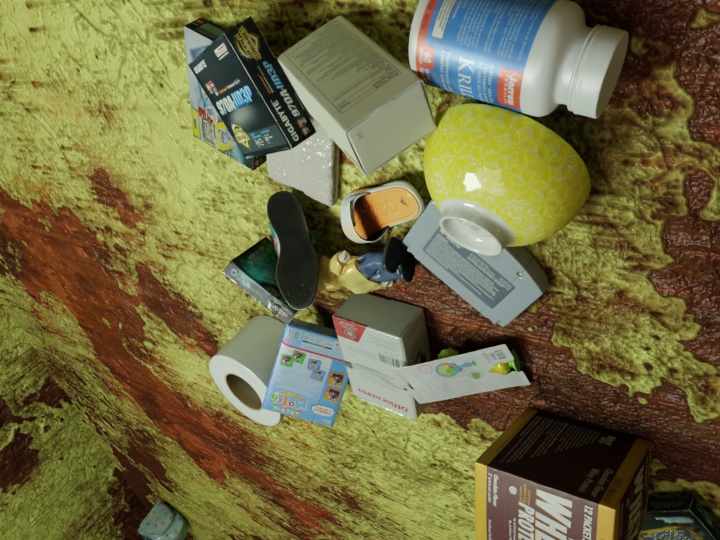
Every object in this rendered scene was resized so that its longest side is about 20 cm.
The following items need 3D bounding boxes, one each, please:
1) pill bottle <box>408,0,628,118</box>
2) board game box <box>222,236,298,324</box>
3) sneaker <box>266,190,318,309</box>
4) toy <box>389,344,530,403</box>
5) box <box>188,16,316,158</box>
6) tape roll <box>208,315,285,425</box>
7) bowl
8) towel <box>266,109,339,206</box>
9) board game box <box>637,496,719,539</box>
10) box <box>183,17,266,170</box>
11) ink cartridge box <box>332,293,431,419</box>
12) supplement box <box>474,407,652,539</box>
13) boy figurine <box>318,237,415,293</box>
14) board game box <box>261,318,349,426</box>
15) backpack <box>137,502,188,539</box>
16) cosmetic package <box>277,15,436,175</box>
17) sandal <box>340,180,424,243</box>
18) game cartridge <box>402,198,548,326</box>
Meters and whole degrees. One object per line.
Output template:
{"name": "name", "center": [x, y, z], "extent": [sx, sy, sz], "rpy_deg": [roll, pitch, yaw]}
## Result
{"name": "pill bottle", "center": [0.158, -0.223, 0.636], "extent": [0.198, 0.112, 0.113], "rpy_deg": [24, 139, 25]}
{"name": "board game box", "center": [-0.146, 0.011, 1.078], "extent": [0.135, 0.200, 0.028], "rpy_deg": [39, 106, -3]}
{"name": "sneaker", "center": [-0.110, -0.019, 1.050], "extent": [0.121, 0.083, 0.202], "rpy_deg": [79, 180, -71]}
{"name": "toy", "center": [0.162, 0.158, 1.016], "extent": [0.198, 0.048, 0.115], "rpy_deg": [-14, 134, 29]}
{"name": "box", "center": [-0.152, -0.237, 0.851], "extent": [0.160, 0.046, 0.199], "rpy_deg": [60, 160, -20]}
{"name": "tape roll", "center": [-0.213, 0.220, 1.374], "extent": [0.201, 0.139, 0.204], "rpy_deg": [24, 139, 23]}
{"name": "bowl", "center": [0.148, -0.084, 0.719], "extent": [0.199, 0.108, 0.200], "rpy_deg": [28, 167, 7]}
{"name": "towel", "center": [-0.088, -0.197, 0.953], "extent": [0.132, 0.034, 0.201], "rpy_deg": [28, 140, 22]}
{"name": "board game box", "center": [0.481, 0.424, 1.003], "extent": [0.136, 0.028, 0.200], "rpy_deg": [49, 144, -6]}
{"name": "box", "center": [-0.210, -0.273, 0.989], "extent": [0.136, 0.038, 0.201], "rpy_deg": [31, 141, 17]}
{"name": "ink cartridge box", "center": [0.046, 0.150, 1.114], "extent": [0.146, 0.083, 0.202], "rpy_deg": [15, 134, 33]}
{"name": "supplement box", "center": [0.301, 0.326, 0.926], "extent": [0.198, 0.196, 0.135], "rpy_deg": [8, 109, 36]}
{"name": "boy figurine", "center": [0.000, 0.000, 1.022], "extent": [0.124, 0.065, 0.199], "rpy_deg": [26, 157, -36]}
{"name": "board game box", "center": [-0.097, 0.201, 1.221], "extent": [0.150, 0.037, 0.202], "rpy_deg": [16, 113, -6]}
{"name": "backpack", "center": [-0.913, 1.196, 2.912], "extent": [0.198, 0.176, 0.154], "rpy_deg": [24, 143, 18]}
{"name": "cosmetic package", "center": [-0.009, -0.210, 0.733], "extent": [0.201, 0.105, 0.071], "rpy_deg": [56, 177, 41]}
{"name": "sandal", "center": [0.012, -0.082, 0.928], "extent": [0.080, 0.059, 0.206], "rpy_deg": [55, 152, -10]}
{"name": "game cartridge", "center": [0.163, -0.017, 0.890], "extent": [0.200, 0.042, 0.133], "rpy_deg": [41, 138, 5]}
